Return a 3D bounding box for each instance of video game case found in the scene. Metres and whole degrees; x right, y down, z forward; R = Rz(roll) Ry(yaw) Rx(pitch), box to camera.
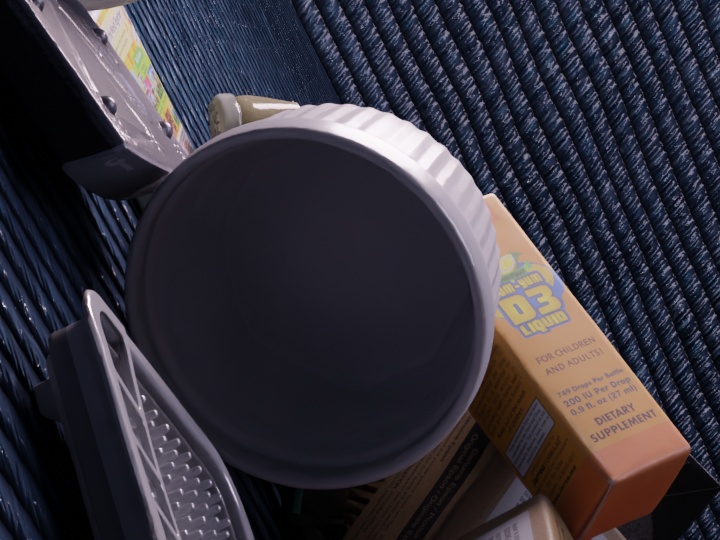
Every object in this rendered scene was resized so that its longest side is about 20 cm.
[{"bbox_3d":[-0.140,-0.089,1.634,0.200,0.023,0.183,-93,158,-74],"label":"video game case"}]

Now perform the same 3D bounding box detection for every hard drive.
[{"bbox_3d":[-0.149,-0.097,1.329,0.135,0.042,0.200,55,5,5],"label":"hard drive"}]

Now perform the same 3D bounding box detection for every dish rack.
[{"bbox_3d":[-0.085,0.121,1.108,0.200,0.043,0.172,58,8,-55],"label":"dish rack"}]

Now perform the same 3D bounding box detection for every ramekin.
[{"bbox_3d":[-0.017,0.005,1.344,0.201,0.199,0.105,64,22,-12],"label":"ramekin"}]

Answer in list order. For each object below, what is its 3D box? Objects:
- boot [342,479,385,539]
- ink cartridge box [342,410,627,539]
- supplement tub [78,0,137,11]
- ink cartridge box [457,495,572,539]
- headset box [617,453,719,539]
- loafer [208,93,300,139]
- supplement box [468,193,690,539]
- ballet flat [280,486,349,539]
[{"bbox_3d":[0.074,0.176,1.567,0.072,0.165,0.201,28,-58,52],"label":"boot"},{"bbox_3d":[0.078,0.200,1.482,0.075,0.165,0.200,14,-27,50],"label":"ink cartridge box"},{"bbox_3d":[-0.170,-0.270,1.465,0.145,0.144,0.201,54,13,-66],"label":"supplement tub"},{"bbox_3d":[0.046,0.209,1.270,0.075,0.164,0.200,60,6,-11],"label":"ink cartridge box"},{"bbox_3d":[0.118,0.091,1.602,0.149,0.075,0.200,44,-4,-25],"label":"headset box"},{"bbox_3d":[-0.061,-0.039,1.767,0.075,0.069,0.201,-109,-170,-48],"label":"loafer"},{"bbox_3d":[0.095,0.053,1.408,0.200,0.066,0.069,52,-38,26],"label":"supplement box"},{"bbox_3d":[0.003,0.185,1.612,0.200,0.068,0.069,47,51,-41],"label":"ballet flat"}]
